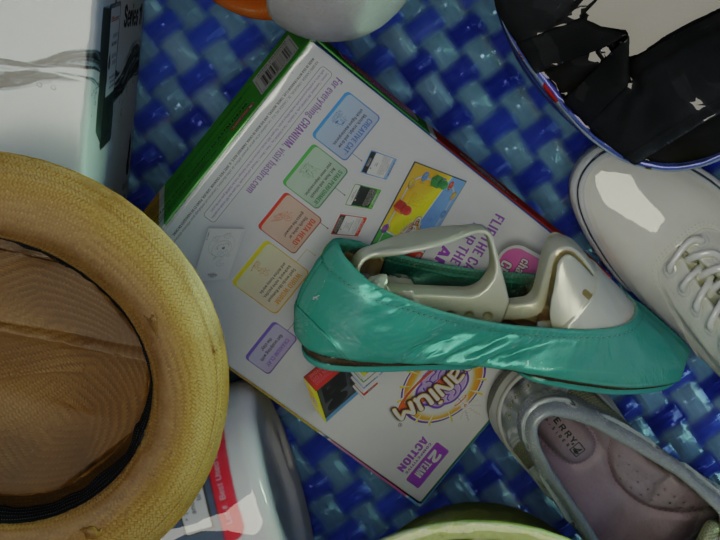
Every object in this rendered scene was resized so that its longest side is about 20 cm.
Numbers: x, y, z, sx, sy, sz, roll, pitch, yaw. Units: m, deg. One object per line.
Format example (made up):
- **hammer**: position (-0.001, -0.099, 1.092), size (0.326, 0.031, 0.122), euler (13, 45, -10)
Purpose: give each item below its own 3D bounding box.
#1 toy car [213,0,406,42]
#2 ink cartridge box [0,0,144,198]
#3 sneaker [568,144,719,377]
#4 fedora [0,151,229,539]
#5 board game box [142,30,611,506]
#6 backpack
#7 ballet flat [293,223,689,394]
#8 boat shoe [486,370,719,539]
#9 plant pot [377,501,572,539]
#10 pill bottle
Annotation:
- **toy car**: position (-0.009, -0.201, 0.979), size (0.200, 0.150, 0.175), euler (-45, 73, 1)
- **ink cartridge box**: position (-0.155, -0.086, 1.005), size (0.082, 0.147, 0.202), euler (6, 99, 2)
- **sneaker**: position (0.183, 0.012, 1.035), size (0.200, 0.071, 0.073), euler (43, 98, -3)
- **fedora**: position (-0.155, 0.040, 0.908), size (0.198, 0.082, 0.203), euler (-1, 99, -3)
- **board game box**: position (0.000, 0.000, 1.027), size (0.200, 0.040, 0.153), euler (38, 98, -22)
- **backpack**: position (0.154, -0.144, 0.978), size (0.190, 0.154, 0.201), euler (-37, 88, -1)
- **ballet flat**: position (0.069, 0.015, 0.987), size (0.198, 0.067, 0.071), euler (4, 117, -13)
- **boat shoe**: position (0.142, 0.123, 1.042), size (0.074, 0.065, 0.202), euler (-41, 109, 7)
- **plant pot**: position (0.056, 0.194, 1.009), size (0.198, 0.184, 0.203), euler (1, 98, 4)
- **pill bottle**: position (-0.130, 0.136, 1.045), size (0.198, 0.120, 0.121), euler (-16, 96, 5)
